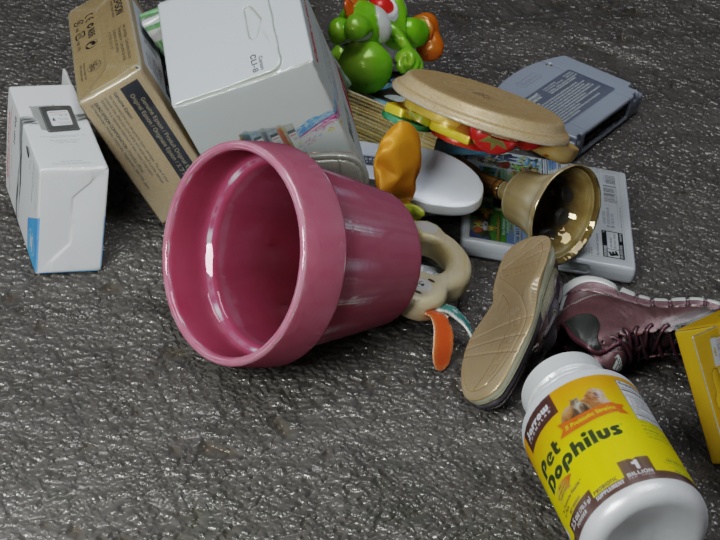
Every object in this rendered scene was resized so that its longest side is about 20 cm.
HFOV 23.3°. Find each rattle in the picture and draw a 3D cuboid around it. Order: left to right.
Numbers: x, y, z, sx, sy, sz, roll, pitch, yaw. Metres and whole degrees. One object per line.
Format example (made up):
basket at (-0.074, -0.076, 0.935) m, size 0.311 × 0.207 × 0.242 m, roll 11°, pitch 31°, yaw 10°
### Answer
rattle at (0.069, -0.022, 1.646) m, size 0.129 × 0.143 × 0.200 m, roll 20°, pitch 25°, yaw -25°

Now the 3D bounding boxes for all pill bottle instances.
pill bottle at (0.200, 0.157, 1.441) m, size 0.108 × 0.110 × 0.200 m, roll -1°, pitch 34°, yaw -17°

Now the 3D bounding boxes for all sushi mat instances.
sushi mat at (-0.013, -0.140, 1.854) m, size 0.199 × 0.096 × 0.012 m, roll 24°, pitch 8°, yaw 21°

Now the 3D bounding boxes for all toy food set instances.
toy food set at (0.121, -0.157, 1.792) m, size 0.197 × 0.049 × 0.200 m, roll 24°, pitch 17°, yaw 21°

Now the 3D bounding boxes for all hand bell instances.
hand bell at (0.140, -0.086, 1.800) m, size 0.104 × 0.105 × 0.199 m, roll -18°, pitch 30°, yaw -37°

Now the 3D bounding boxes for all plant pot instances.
plant pot at (-0.050, -0.014, 1.571) m, size 0.178 × 0.201 × 0.200 m, roll 1°, pitch 30°, yaw -43°

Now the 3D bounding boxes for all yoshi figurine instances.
yoshi figurine at (0.020, -0.246, 1.967) m, size 0.112 × 0.112 × 0.200 m, roll 47°, pitch 22°, yaw 11°

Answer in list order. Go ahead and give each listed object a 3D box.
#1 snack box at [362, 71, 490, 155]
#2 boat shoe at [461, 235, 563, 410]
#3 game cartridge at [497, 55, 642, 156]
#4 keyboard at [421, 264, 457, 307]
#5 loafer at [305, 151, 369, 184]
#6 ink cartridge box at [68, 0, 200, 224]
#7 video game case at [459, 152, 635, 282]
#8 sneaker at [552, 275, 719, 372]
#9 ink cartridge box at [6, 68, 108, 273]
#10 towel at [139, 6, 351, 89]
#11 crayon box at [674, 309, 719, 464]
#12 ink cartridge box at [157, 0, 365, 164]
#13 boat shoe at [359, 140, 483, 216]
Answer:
snack box at (0.063, -0.178, 1.950) m, size 0.115 × 0.037 × 0.200 m, roll 0°, pitch 23°, yaw -17°
boat shoe at (0.149, 0.055, 1.612) m, size 0.072 × 0.065 × 0.201 m, roll -18°, pitch 36°, yaw 36°
game cartridge at (0.233, -0.194, 2.058) m, size 0.132 × 0.042 × 0.200 m, roll 23°, pitch 34°, yaw 26°
keyboard at (0.000, 0.000, 1.714) m, size 0.198 × 0.011 × 0.056 m, roll 12°, pitch 33°, yaw 2°
loafer at (-0.088, -0.071, 1.687) m, size 0.199 × 0.072 × 0.063 m, roll -23°, pitch 23°, yaw 5°
ink cartridge box at (-0.219, -0.171, 1.762) m, size 0.075 × 0.165 × 0.201 m, roll -28°, pitch 36°, yaw 7°
video game case at (0.197, -0.062, 1.858) m, size 0.181 × 0.022 × 0.201 m, roll 10°, pitch 33°, yaw -1°
sneaker at (0.267, 0.076, 1.632) m, size 0.198 × 0.076 × 0.116 m, roll 11°, pitch 36°, yaw 21°
ink cartridge box at (-0.298, -0.100, 1.683) m, size 0.066 × 0.117 × 0.200 m, roll -5°, pitch 35°, yaw -21°
towel at (-0.116, -0.220, 1.784) m, size 0.151 × 0.200 × 0.024 m, roll -21°, pitch 51°, yaw 13°
crayon box at (0.358, 0.092, 1.571) m, size 0.199 × 0.127 × 0.051 m, roll -19°, pitch 5°, yaw -39°
ink cartridge box at (-0.095, -0.173, 1.712) m, size 0.143 × 0.200 × 0.146 m, roll -17°, pitch 53°, yaw 6°
boat shoe at (0.031, -0.083, 1.794) m, size 0.198 × 0.068 × 0.072 m, roll 10°, pitch 52°, yaw 15°
